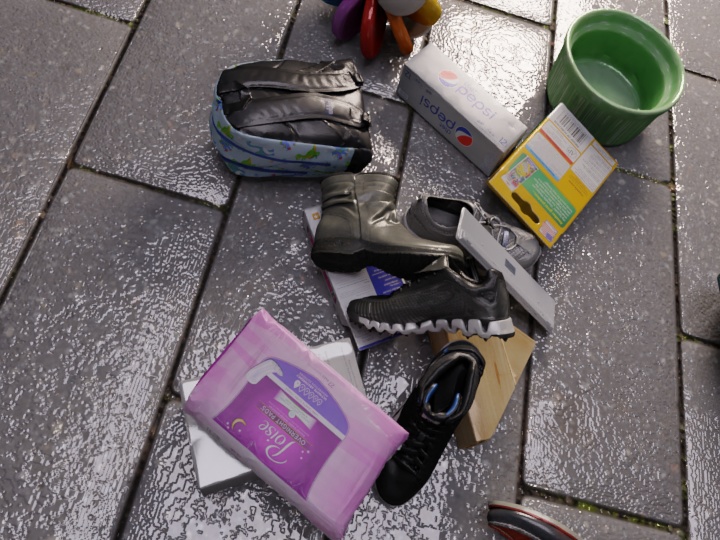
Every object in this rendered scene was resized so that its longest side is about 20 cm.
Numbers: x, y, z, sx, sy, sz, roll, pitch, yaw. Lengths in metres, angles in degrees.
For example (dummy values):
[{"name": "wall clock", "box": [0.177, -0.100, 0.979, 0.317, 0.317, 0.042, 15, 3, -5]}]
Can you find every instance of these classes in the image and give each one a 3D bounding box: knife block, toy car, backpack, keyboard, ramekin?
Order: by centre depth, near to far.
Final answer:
[{"name": "knife block", "box": [0.117, 0.087, 0.743, 0.173, 0.064, 0.202, 33, 65, 5]}, {"name": "keyboard", "box": [0.191, 0.002, 0.771, 0.199, 0.011, 0.057, 42, 40, -22]}, {"name": "backpack", "box": [-0.101, -0.199, 0.796, 0.195, 0.153, 0.168, -2, 70, -35]}, {"name": "toy car", "box": [0.019, -0.408, 0.908, 0.199, 0.175, 0.151, 40, 102, 8]}, {"name": "ramekin", "box": [0.393, -0.299, 0.946, 0.193, 0.098, 0.206, 4, 65, -9]}]

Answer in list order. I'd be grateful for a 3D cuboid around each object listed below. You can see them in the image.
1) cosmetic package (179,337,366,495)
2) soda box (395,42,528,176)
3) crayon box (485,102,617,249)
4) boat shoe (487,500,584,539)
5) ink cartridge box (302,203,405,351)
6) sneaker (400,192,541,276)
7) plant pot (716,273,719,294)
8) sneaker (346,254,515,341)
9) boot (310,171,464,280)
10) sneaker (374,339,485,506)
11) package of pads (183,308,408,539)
[{"name": "cosmetic package", "box": [-0.092, 0.160, 0.663, 0.194, 0.082, 0.116, -12, 68, -14]}, {"name": "soda box", "box": [0.148, -0.240, 0.892, 0.200, 0.064, 0.068, 44, 65, 10]}, {"name": "crayon box", "box": [0.269, -0.131, 0.865, 0.126, 0.052, 0.200, 46, 65, 0]}, {"name": "boat shoe", "box": [0.222, 0.322, 0.659, 0.197, 0.071, 0.064, 31, 67, -1]}, {"name": "ink cartridge box", "box": [0.000, 0.000, 0.775, 0.092, 0.037, 0.204, -16, 68, -18]}, {"name": "sneaker", "box": [0.152, -0.048, 0.798, 0.194, 0.082, 0.077, 13, 64, -5]}, {"name": "plant pot", "box": [0.572, 0.084, 0.766, 0.194, 0.201, 0.166, 7, 76, -7]}, {"name": "sneaker", "box": [0.078, 0.028, 0.688, 0.194, 0.066, 0.094, 1, 95, 18]}, {"name": "boot", "box": [0.035, -0.065, 0.743, 0.193, 0.068, 0.134, 6, 64, 7]}, {"name": "sneaker", "box": [0.064, 0.165, 0.635, 0.072, 0.112, 0.204, 28, 91, 12]}, {"name": "package of pads", "box": [-0.062, 0.150, 0.586, 0.198, 0.076, 0.121, 39, 66, 3]}]
